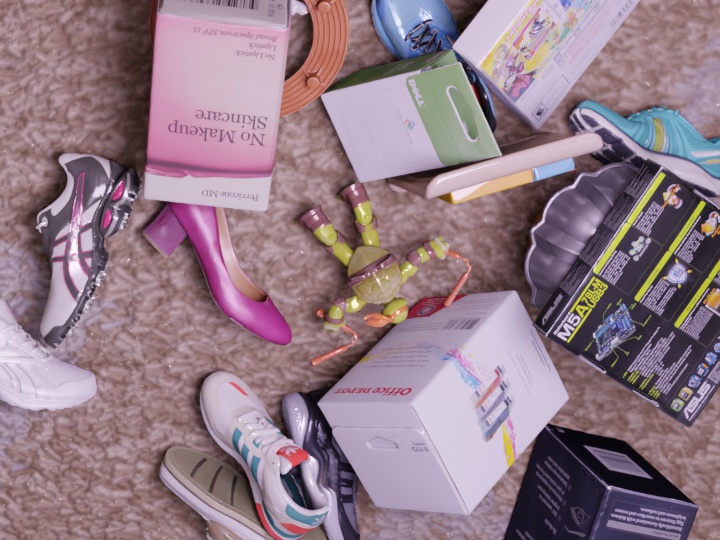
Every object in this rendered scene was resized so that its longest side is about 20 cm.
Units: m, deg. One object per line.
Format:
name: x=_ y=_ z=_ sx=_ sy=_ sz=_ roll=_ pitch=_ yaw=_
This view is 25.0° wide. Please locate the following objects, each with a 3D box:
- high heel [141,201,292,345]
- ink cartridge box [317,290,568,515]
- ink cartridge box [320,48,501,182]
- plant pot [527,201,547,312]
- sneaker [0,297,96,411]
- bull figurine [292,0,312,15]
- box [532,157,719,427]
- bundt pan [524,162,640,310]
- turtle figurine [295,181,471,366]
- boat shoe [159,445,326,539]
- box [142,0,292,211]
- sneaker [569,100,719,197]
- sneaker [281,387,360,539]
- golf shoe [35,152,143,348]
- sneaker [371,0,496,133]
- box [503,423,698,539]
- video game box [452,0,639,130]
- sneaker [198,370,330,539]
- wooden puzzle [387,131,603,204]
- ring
high heel: x=-0.125 y=-0.010 z=1.684 sx=0.200 sy=0.067 sz=0.096 roll=42 pitch=103 yaw=-17
ink cartridge box: x=0.087 y=0.137 z=1.692 sx=0.200 sy=0.145 sz=0.145 roll=-42 pitch=114 yaw=-36
ink cartridge box: x=0.062 y=-0.157 z=1.624 sx=0.059 sy=0.200 sz=0.104 roll=-38 pitch=110 yaw=-39
plant pot: x=0.265 y=-0.014 z=1.743 sx=0.200 sy=0.140 sz=0.200 roll=-4 pitch=105 yaw=-13
sneaker: x=-0.360 y=0.081 z=1.652 sx=0.200 sy=0.078 sz=0.099 roll=15 pitch=97 yaw=-18
bull figurine: x=-0.045 y=-0.333 z=1.617 sx=0.200 sy=0.065 sz=0.121 roll=-25 pitch=112 yaw=4
box: x=0.301 y=0.024 z=1.584 sx=0.193 sy=0.048 sz=0.200 roll=31 pitch=96 yaw=-17
bundt pan: x=0.272 y=-0.004 z=1.634 sx=0.202 sy=0.076 sz=0.202 roll=-4 pitch=106 yaw=-13
turtle figurine: x=0.000 y=0.000 z=1.699 sx=0.200 sy=0.064 sz=0.161 roll=-33 pitch=87 yaw=9
boat shoe: x=-0.138 y=0.267 z=1.753 sx=0.200 sy=0.075 sz=0.068 roll=34 pitch=118 yaw=-5
box: x=-0.140 y=-0.173 z=1.581 sx=0.128 sy=0.109 sz=0.200 roll=5 pitch=121 yaw=-5
sneaker: x=0.315 y=-0.144 z=1.768 sx=0.200 sy=0.077 sz=0.080 roll=21 pitch=80 yaw=-23
sneaker: x=-0.007 y=0.211 z=1.771 sx=0.114 sy=0.075 sz=0.200 roll=-20 pitch=109 yaw=-8
golf shoe: x=-0.293 y=-0.022 z=1.648 sx=0.088 sy=0.077 sz=0.200 roll=22 pitch=91 yaw=-8
sneaker: x=0.087 y=-0.218 z=1.670 sx=0.078 sy=0.090 sz=0.200 roll=-37 pitch=109 yaw=-2
box: x=0.254 y=0.302 z=1.795 sx=0.117 sy=0.197 sz=0.200 roll=14 pitch=101 yaw=-18
video game box: x=0.199 y=-0.260 z=1.656 sx=0.200 sy=0.047 sz=0.182 roll=-52 pitch=152 yaw=2
sneaker: x=-0.093 y=0.185 z=1.703 sx=0.070 sy=0.093 sz=0.200 roll=-24 pitch=83 yaw=-38
wooden puzzle: x=0.135 y=-0.103 z=1.656 sx=0.185 sy=0.200 sz=0.037 roll=-16 pitch=96 yaw=-9
ring: x=-0.111 y=-0.237 z=1.618 sx=0.200 sy=0.019 sz=0.201 roll=1 pitch=122 yaw=1
